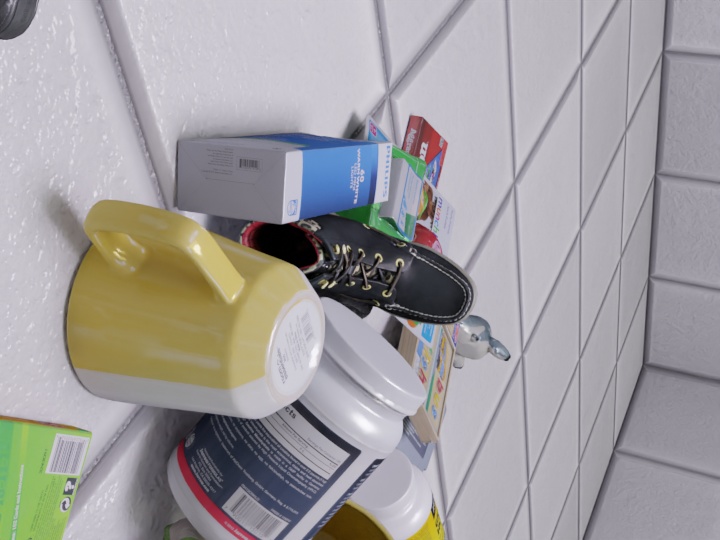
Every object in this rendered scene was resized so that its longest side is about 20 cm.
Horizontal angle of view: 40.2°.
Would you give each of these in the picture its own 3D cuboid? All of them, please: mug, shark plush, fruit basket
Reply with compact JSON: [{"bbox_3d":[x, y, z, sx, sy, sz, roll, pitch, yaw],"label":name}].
[{"bbox_3d":[-0.119,0.039,0.718,0.186,0.152,0.151,12,90,-65],"label":"mug"},{"bbox_3d":[0.143,0.078,1.460,0.199,0.090,0.084,32,50,-43],"label":"shark plush"},{"bbox_3d":[0.049,-0.041,1.067,0.200,0.093,0.187,38,53,-39],"label":"fruit basket"}]

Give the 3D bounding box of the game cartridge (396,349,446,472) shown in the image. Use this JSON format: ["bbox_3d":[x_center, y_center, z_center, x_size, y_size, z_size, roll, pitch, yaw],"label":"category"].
[{"bbox_3d":[0.068,0.192,1.334,0.200,0.041,0.134,59,43,-56],"label":"game cartridge"}]

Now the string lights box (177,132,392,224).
[{"bbox_3d":[-0.059,-0.085,0.854,0.200,0.102,0.060,-19,115,-62],"label":"string lights box"}]

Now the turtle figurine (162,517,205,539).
[{"bbox_3d":[-0.165,0.299,0.781,0.194,0.142,0.202,-51,157,-72],"label":"turtle figurine"}]

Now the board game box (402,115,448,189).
[{"bbox_3d":[0.063,-0.080,1.225,0.103,0.019,0.202,25,77,-64],"label":"board game box"}]

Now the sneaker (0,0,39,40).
[{"bbox_3d":[-0.214,-0.192,0.520,0.104,0.059,0.202,-21,123,-67],"label":"sneaker"}]

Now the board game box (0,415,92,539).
[{"bbox_3d":[-0.251,0.139,0.625,0.200,0.030,0.097,35,68,-67],"label":"board game box"}]

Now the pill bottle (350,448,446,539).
[{"bbox_3d":[0.042,0.308,1.232,0.113,0.111,0.201,-61,151,-33],"label":"pill bottle"}]

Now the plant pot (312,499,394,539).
[{"bbox_3d":[-0.053,0.315,0.972,0.142,0.198,0.202,103,3,-81],"label":"plant pot"}]

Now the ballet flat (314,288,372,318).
[{"bbox_3d":[-0.041,0.038,1.029,0.067,0.057,0.200,57,27,5],"label":"ballet flat"}]

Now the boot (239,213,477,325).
[{"bbox_3d":[-0.001,0.001,0.874,0.074,0.202,0.154,-67,168,10],"label":"boot"}]

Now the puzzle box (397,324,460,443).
[{"bbox_3d":[0.088,0.104,1.276,0.201,0.025,0.134,-74,151,-41],"label":"puzzle box"}]

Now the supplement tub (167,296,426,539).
[{"bbox_3d":[-0.054,0.137,0.833,0.200,0.140,0.140,-48,156,8],"label":"supplement tub"}]
